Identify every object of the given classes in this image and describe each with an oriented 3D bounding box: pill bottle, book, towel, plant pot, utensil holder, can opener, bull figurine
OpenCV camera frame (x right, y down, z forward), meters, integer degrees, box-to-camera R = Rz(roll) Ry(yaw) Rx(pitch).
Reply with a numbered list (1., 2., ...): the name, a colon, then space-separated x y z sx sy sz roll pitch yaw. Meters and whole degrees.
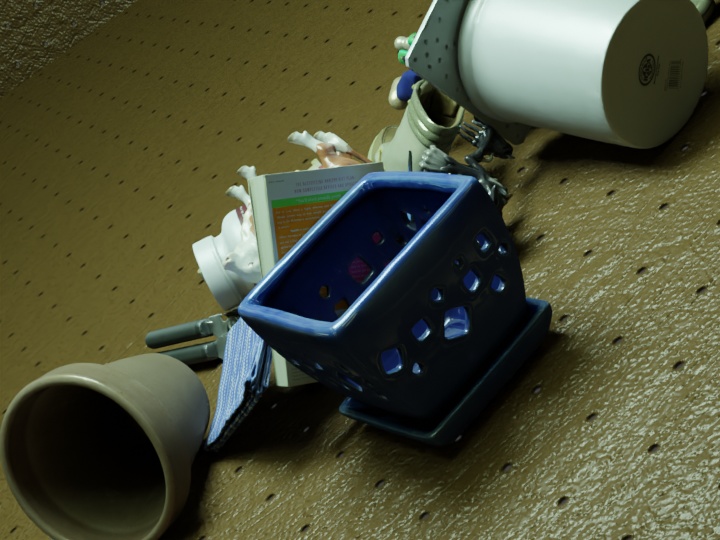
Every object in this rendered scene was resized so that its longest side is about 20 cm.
1. pill bottle: -0.083 -0.036 1.854 0.200 0.113 0.113 -26 24 1
2. book: -0.027 0.002 1.576 0.133 0.201 0.048 -8 1 -24
3. towel: -0.120 0.089 1.664 0.200 0.024 0.145 128 153 -59
4. plant pot: 0.041 0.040 1.484 0.200 0.180 0.200 -47 25 -18
5. utensil holder: 0.224 -0.218 1.661 0.170 0.170 0.200 -46 38 -18
6. can opener: -0.167 0.078 1.911 0.067 0.053 0.200 -15 2 -44
7. plant pot: -0.243 0.168 1.693 0.200 0.201 0.175 -26 9 27
8. bull figurine: -0.074 -0.069 1.765 0.200 0.122 0.065 -32 -17 -11

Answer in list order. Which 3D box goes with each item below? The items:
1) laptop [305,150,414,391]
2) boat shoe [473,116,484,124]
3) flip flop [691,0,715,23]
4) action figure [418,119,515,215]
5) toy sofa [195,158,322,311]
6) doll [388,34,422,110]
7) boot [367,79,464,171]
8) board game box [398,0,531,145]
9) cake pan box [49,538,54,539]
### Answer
1. laptop: 0.000 0.000 1.716 0.200 0.103 0.177 -31 24 17
2. boat shoe: 0.214 -0.243 1.900 0.093 0.075 0.200 5 57 53
3. flip flop: 0.298 -0.249 1.791 0.200 0.058 0.081 -39 23 -1
4. action figure: 0.103 -0.069 1.681 0.200 0.102 0.119 -70 -6 -58
5. toy sofa: -0.092 -0.034 1.943 0.200 0.083 0.098 -39 22 0
6. doll: 0.094 -0.220 1.840 0.049 0.136 0.200 -58 12 -23
7. boot: 0.063 -0.150 1.845 0.200 0.072 0.155 -93 19 -57
8. board game box: 0.146 -0.262 1.732 0.026 0.200 0.200 22 84 48
9. cake pan box: -0.377 0.371 1.661 0.200 0.052 0.184 -25 29 29
